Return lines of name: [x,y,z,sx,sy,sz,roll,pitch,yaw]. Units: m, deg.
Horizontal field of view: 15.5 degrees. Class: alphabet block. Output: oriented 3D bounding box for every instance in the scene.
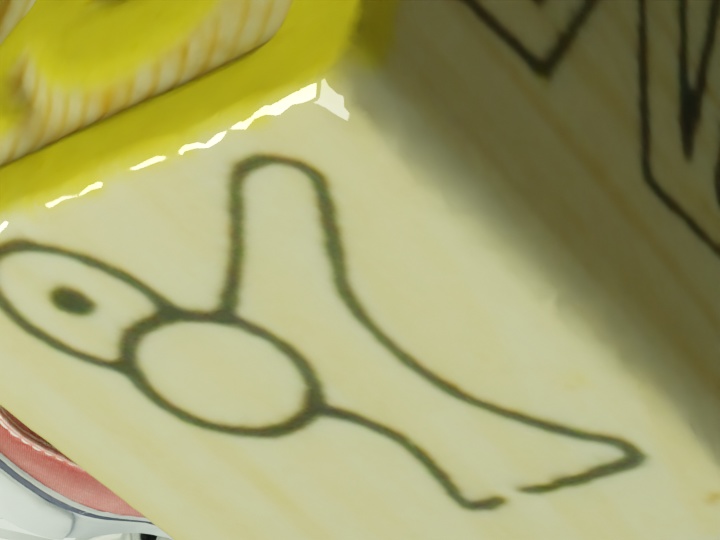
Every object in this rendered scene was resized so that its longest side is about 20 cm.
alphabet block: [0.012,-0.036,0.744,0.195,0.197,0.200,-20,130,37]

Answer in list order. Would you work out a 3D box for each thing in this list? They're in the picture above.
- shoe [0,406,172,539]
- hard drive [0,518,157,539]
shoe: [-0.058,0.054,0.959,0.200,0.072,0.091,22,132,-42]
hard drive: [-0.150,0.044,1.044,0.139,0.038,0.201,12,143,6]
